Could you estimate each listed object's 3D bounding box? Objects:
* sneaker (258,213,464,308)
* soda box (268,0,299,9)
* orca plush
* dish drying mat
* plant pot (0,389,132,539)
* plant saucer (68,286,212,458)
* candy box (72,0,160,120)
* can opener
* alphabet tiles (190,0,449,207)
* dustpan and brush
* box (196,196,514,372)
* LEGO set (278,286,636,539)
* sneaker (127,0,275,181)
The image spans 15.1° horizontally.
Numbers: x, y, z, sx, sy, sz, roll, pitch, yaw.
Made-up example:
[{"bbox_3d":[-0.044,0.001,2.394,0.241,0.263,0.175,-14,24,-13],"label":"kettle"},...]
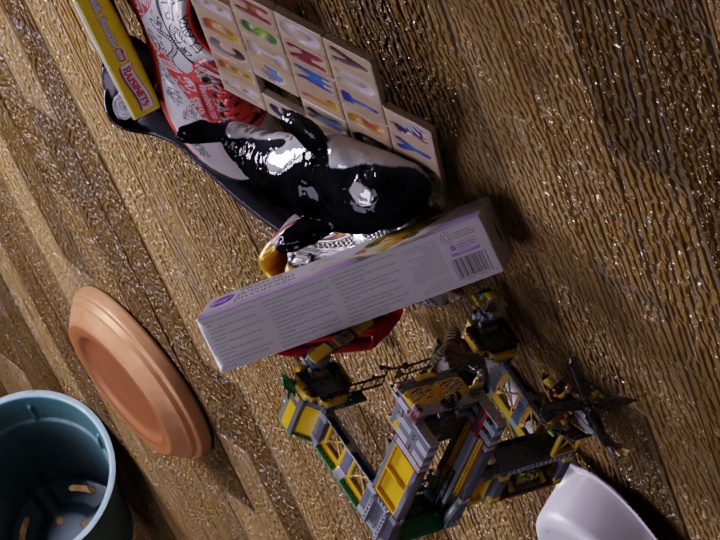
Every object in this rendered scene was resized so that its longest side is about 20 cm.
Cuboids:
[{"bbox_3d":[0.000,0.000,1.788,0.078,0.082,0.200,58,161,-19],"label":"sneaker"},{"bbox_3d":[-0.091,-0.241,1.582,0.200,0.063,0.069,43,160,25],"label":"soda box"},{"bbox_3d":[-0.043,-0.051,1.706,0.199,0.071,0.105,22,165,32],"label":"orca plush"},{"bbox_3d":[-0.016,0.037,1.806,0.200,0.076,0.018,-40,-58,-83],"label":"dish drying mat"},{"bbox_3d":[-0.346,0.264,3.010,0.200,0.200,0.196,44,168,25],"label":"plant pot"},{"bbox_3d":[-0.219,0.105,2.614,0.200,0.037,0.200,46,162,20],"label":"plant saucer"},{"bbox_3d":[-0.187,-0.191,1.876,0.200,0.026,0.103,-118,5,-56],"label":"candy box"},{"bbox_3d":[-0.106,-0.099,1.915,0.200,0.078,0.064,39,133,20],"label":"can opener"},{"bbox_3d":[-0.025,-0.110,1.626,0.167,0.008,0.200,29,167,14],"label":"alphabet tiles"},{"bbox_3d":[0.147,0.158,1.795,0.200,0.057,0.140,46,161,-3],"label":"dustpan and brush"},{"bbox_3d":[-0.004,0.009,1.662,0.042,0.199,0.039,64,-159,-14],"label":"box"},{"bbox_3d":[0.058,0.071,1.649,0.154,0.199,0.116,63,146,34],"label":"LEGO set"},{"bbox_3d":[-0.090,-0.129,1.788,0.108,0.067,0.202,32,151,53],"label":"sneaker"}]
